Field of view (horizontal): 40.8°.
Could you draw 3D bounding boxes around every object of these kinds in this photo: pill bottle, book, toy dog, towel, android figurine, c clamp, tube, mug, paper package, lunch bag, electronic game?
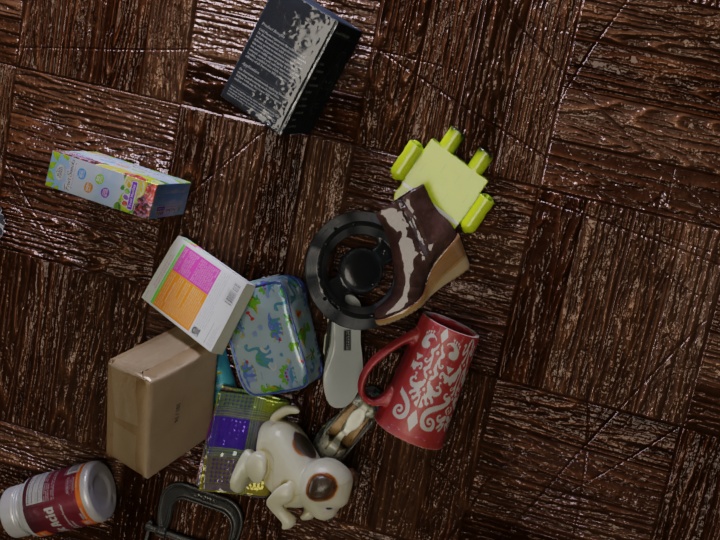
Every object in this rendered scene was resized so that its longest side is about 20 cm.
[{"bbox_3d":[-0.576,0.439,1.841,0.196,0.114,0.117,-16,96,13],"label":"pill bottle"},{"bbox_3d":[-0.286,0.039,1.707,0.199,0.048,0.135,32,96,35],"label":"book"},{"bbox_3d":[-0.096,0.354,1.693,0.198,0.139,0.197,24,92,34],"label":"toy dog"},{"bbox_3d":[-0.214,0.320,1.776,0.141,0.023,0.204,13,101,-12],"label":"towel"},{"bbox_3d":[0.135,-0.137,1.650,0.181,0.041,0.201,38,102,3],"label":"android figurine"},{"bbox_3d":[-0.320,0.494,1.848,0.196,0.027,0.175,10,96,11],"label":"c clamp"},{"bbox_3d":[-0.260,0.205,1.781,0.076,0.050,0.204,-9,101,24],"label":"tube"},{"bbox_3d":[0.105,0.181,1.645,0.133,0.176,0.204,31,102,45],"label":"mug"},{"bbox_3d":[-0.346,0.226,1.698,0.102,0.190,0.204,21,118,26],"label":"paper package"},{"bbox_3d":[-0.160,0.114,1.715,0.158,0.082,0.204,-13,95,27],"label":"lunch bag"},{"bbox_3d":[0.000,0.000,1.664,0.195,0.042,0.205,1,87,-14],"label":"electronic game"}]

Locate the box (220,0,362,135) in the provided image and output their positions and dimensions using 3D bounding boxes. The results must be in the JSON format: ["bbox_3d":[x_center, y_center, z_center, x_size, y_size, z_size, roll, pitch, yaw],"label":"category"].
[{"bbox_3d":[-0.108,-0.340,1.582,0.123,0.200,0.199,33,103,5],"label":"box"}]

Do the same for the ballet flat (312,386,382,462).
[{"bbox_3d":[-0.033,0.292,1.735,0.072,0.072,0.201,39,104,3],"label":"ballet flat"}]

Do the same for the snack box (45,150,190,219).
[{"bbox_3d":[-0.419,-0.151,1.689,0.196,0.169,0.069,19,99,8],"label":"snack box"}]

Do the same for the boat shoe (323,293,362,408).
[{"bbox_3d":[-0.031,0.139,1.714,0.069,0.064,0.205,5,95,-13],"label":"boat shoe"}]

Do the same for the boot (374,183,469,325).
[{"bbox_3d":[0.070,-0.025,1.617,0.198,0.072,0.168,-36,99,-3],"label":"boot"}]

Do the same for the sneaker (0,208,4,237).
[{"bbox_3d":[-0.747,-0.122,1.818,0.200,0.080,0.084,48,118,10],"label":"sneaker"}]
